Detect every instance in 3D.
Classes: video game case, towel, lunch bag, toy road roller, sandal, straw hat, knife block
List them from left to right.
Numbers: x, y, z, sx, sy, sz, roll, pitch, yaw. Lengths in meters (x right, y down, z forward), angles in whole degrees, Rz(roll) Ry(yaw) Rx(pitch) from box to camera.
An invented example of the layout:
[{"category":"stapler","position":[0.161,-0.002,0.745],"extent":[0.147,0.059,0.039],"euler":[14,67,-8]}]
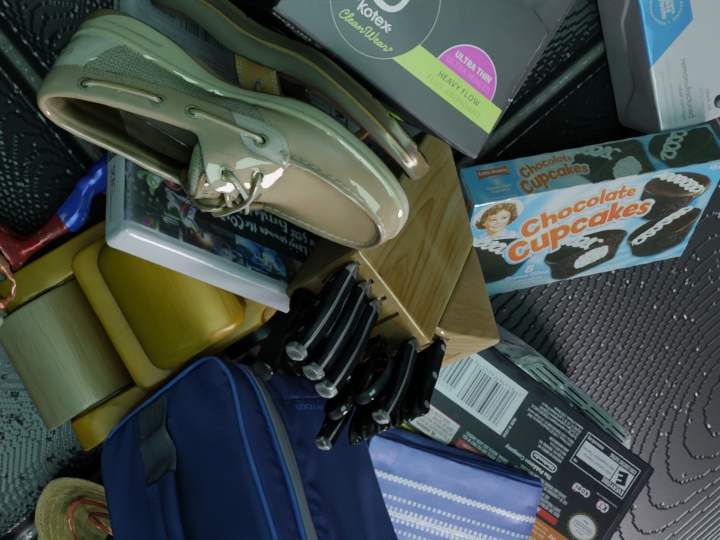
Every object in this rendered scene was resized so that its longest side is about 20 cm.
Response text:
[{"category":"toy road roller","position":[-0.139,0.022,0.677],"extent":[0.198,0.146,0.124],"euler":[-31,91,-3]},{"category":"straw hat","position":[-0.140,0.217,0.769],"extent":[0.085,0.198,0.205],"euler":[-35,117,-47]},{"category":"lunch bag","position":[-0.069,0.161,0.624],"extent":[0.135,0.203,0.131],"euler":[-40,145,28]},{"category":"video game case","position":[-0.068,-0.068,0.655],"extent":[0.023,0.185,0.198],"euler":[-27,145,35]},{"category":"sandal","position":[-0.046,-0.101,0.598],"extent":[0.198,0.080,0.055],"euler":[34,94,13]},{"category":"knife block","position":[0.000,0.000,0.622],"extent":[0.174,0.063,0.204],"euler":[13,58,-48]},{"category":"towel","position":[0.031,0.213,0.701],"extent":[0.142,0.024,0.204],"euler":[19,90,-18]},{"category":"video game case","position":[0.080,0.158,0.733],"extent":[0.199,0.025,0.182],"euler":[35,87,-15]}]

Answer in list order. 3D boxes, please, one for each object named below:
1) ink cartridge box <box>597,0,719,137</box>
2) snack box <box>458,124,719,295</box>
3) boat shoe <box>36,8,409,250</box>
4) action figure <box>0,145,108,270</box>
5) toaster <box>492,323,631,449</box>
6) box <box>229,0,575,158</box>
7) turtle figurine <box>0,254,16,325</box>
[{"category":"ink cartridge box","position":[0.284,-0.189,0.794],"extent":[0.197,0.067,0.118],"euler":[-20,109,-10]},{"category":"snack box","position":[0.160,-0.040,0.783],"extent":[0.196,0.038,0.117],"euler":[-11,145,-12]},{"category":"boat shoe","position":[-0.069,-0.058,0.551],"extent":[0.198,0.072,0.066],"euler":[30,55,-6]},{"category":"action figure","position":[-0.153,-0.076,0.700],"extent":[0.198,0.065,0.052],"euler":[-34,98,-9]},{"category":"toaster","position":[0.114,0.132,0.809],"extent":[0.199,0.114,0.130],"euler":[40,90,-17]},{"category":"box","position":[0.017,-0.173,0.652],"extent":[0.147,0.200,0.125],"euler":[32,95,-21]},{"category":"turtle figurine","position":[-0.270,-0.005,0.668],"extent":[0.064,0.199,0.163],"euler":[-15,137,-51]}]
